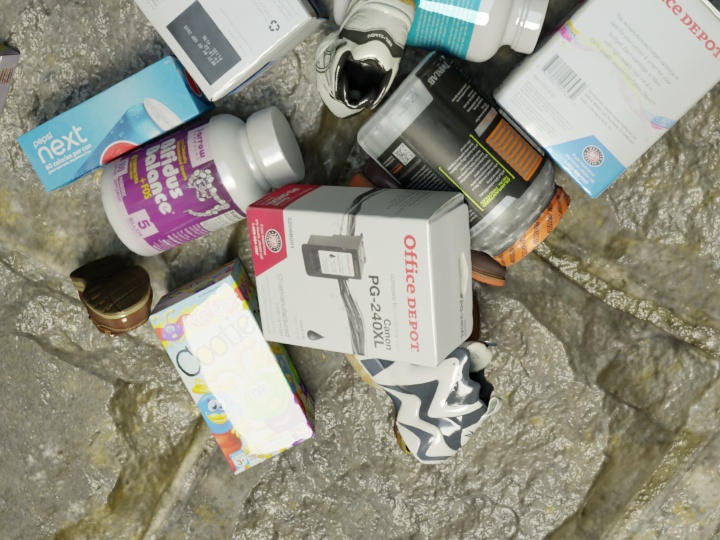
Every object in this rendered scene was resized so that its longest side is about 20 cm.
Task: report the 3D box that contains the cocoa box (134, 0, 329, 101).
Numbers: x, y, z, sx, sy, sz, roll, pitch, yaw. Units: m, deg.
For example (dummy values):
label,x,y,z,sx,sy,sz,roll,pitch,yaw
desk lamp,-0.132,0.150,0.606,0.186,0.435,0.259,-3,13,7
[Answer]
label,x,y,z,sx,sy,sz,roll,pitch,yaw
cocoa box,-0.145,-0.290,0.848,0.133,0.131,0.200,-35,99,14

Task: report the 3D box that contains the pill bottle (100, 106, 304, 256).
label,x,y,z,sx,sy,sz,roll,pitch,yaw
pill bottle,-0.165,-0.099,0.917,0.199,0.112,0.113,-21,103,12

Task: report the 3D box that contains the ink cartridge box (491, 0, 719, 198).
label,x,y,z,sx,sy,sz,roll,pitch,yaw
ink cartridge box,0.251,-0.197,0.853,0.144,0.085,0.200,43,107,-7

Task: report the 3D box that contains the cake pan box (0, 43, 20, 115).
label,x,y,z,sx,sy,sz,roll,pitch,yaw
cake pan box,-0.500,-0.192,0.963,0.183,0.052,0.201,25,107,1

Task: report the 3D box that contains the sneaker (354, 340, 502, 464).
label,x,y,z,sx,sy,sz,roll,pitch,yaw
sneaker,0.073,0.085,0.895,0.129,0.079,0.200,-36,64,18

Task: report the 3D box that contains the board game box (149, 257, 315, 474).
label,x,y,z,sx,sy,sz,roll,pitch,yaw
board game box,-0.140,0.105,0.968,0.104,0.103,0.201,-26,102,1

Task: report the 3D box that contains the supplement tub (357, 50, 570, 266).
label,x,y,z,sx,sy,sz,roll,pitch,yaw
supplement tub,0.104,-0.106,0.848,0.200,0.123,0.123,44,106,-6

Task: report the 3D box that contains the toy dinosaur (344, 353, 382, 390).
label,x,y,z,sx,sy,sz,roll,pitch,yaw
toy dinosaur,-0.028,0.059,0.974,0.100,0.058,0.202,-8,105,8

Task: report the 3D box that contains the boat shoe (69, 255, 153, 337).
label,x,y,z,sx,sy,sz,roll,pitch,yaw
boat shoe,-0.263,0.035,0.938,0.072,0.200,0.068,-25,111,-21

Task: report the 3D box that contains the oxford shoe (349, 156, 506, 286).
label,x,y,z,sx,sy,sz,roll,pitch,yaw
oxford shoe,0.086,-0.058,0.922,0.199,0.071,0.073,37,100,-5

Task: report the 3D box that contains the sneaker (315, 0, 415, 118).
label,x,y,z,sx,sy,sz,roll,pitch,yaw
sneaker,-0.010,-0.188,0.831,0.075,0.200,0.088,17,70,-8

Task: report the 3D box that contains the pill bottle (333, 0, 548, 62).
label,x,y,z,sx,sy,sz,roll,pitch,yaw
pill bottle,0.080,-0.270,0.839,0.198,0.111,0.112,15,107,3

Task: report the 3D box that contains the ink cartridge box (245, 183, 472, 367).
label,x,y,z,sx,sy,sz,roll,pitch,yaw
ink cartridge box,0.000,0.000,0.831,0.199,0.083,0.146,6,112,29

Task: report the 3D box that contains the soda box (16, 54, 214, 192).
label,x,y,z,sx,sy,sz,roll,pitch,yaw
soda box,-0.264,-0.161,0.936,0.199,0.064,0.068,-24,102,14

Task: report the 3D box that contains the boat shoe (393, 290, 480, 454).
label,x,y,z,sx,sy,sz,roll,pitch,yaw
boat shoe,0.090,0.116,0.970,0.071,0.068,0.201,15,107,3
